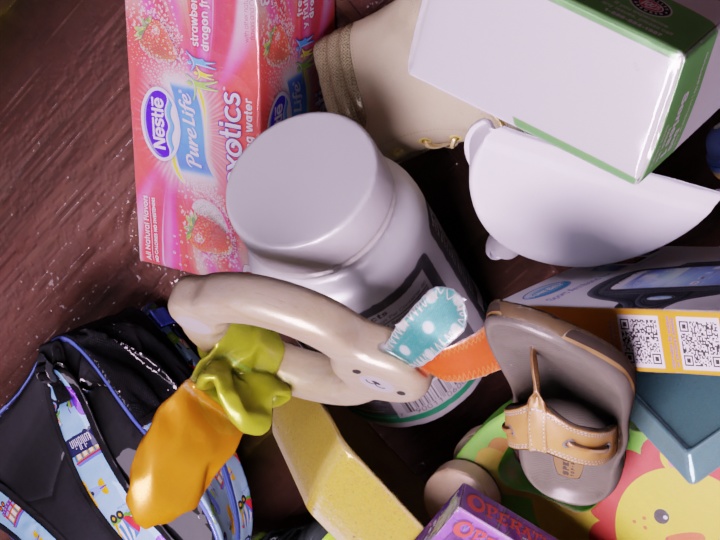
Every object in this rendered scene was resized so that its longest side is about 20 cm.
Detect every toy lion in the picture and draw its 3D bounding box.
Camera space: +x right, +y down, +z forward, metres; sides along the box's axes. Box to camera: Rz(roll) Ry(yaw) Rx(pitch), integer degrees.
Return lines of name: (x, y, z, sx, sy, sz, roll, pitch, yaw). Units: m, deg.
toy lion: (0.164, 0.143, 1.456, 0.200, 0.069, 0.192, 48, 125, 0)

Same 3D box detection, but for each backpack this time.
backpack: (-0.150, 0.148, 1.682, 0.200, 0.134, 0.183, 48, 127, 13)

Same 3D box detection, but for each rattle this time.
rattle: (-0.026, 0.077, 1.376, 0.199, 0.143, 0.131, 13, 141, 26)

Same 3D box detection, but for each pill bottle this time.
pill bottle: (0.000, 0.000, 1.492, 0.112, 0.114, 0.200, 8, 151, 28)

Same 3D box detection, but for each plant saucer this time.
plant saucer: (0.017, 0.153, 1.537, 0.048, 0.200, 0.200, -41, 109, 2)
plant saucer: (0.169, 0.049, 1.425, 0.019, 0.070, 0.200, 59, 175, -32)

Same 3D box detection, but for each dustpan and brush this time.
dustpan and brush: (0.106, -0.035, 1.398, 0.139, 0.058, 0.200, 16, 148, -11)

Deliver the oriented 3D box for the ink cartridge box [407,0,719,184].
ink cartridge box: (0.139, -0.144, 1.338, 0.145, 0.200, 0.085, 28, 125, 19)

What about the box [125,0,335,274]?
box: (-0.079, -0.103, 1.557, 0.102, 0.095, 0.201, 14, 119, 26)

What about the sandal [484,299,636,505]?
sandal: (0.103, 0.083, 1.344, 0.081, 0.055, 0.200, 16, 151, 15)

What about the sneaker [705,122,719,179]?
sneaker: (0.265, -0.119, 1.349, 0.199, 0.075, 0.088, -28, 105, 26)

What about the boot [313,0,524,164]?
boot: (0.069, -0.084, 1.489, 0.155, 0.073, 0.201, -29, 94, 37)

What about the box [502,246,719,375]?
box: (0.168, 0.019, 1.363, 0.199, 0.119, 0.042, 4, 109, 43)

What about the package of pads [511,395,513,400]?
package of pads: (0.181, 0.121, 1.517, 0.199, 0.076, 0.121, 28, 125, 18)

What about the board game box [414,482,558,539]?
board game box: (0.109, 0.216, 1.445, 0.199, 0.032, 0.120, 33, 127, -10)

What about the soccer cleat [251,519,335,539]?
soccer cleat: (-0.048, 0.202, 1.671, 0.081, 0.067, 0.200, 45, 153, 15)
